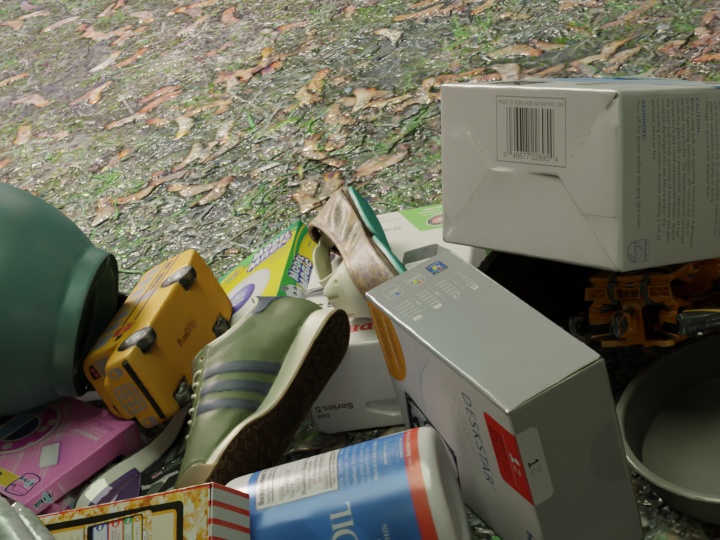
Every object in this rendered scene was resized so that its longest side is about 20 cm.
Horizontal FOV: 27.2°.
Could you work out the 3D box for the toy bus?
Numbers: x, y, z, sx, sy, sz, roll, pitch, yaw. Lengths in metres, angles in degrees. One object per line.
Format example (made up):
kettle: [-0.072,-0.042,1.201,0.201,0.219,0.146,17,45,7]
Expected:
toy bus: [-0.162,0.055,1.200,0.078,0.065,0.200,-24,19,22]

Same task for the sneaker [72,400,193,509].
sneaker: [-0.118,0.155,1.144,0.087,0.076,0.200,23,58,43]

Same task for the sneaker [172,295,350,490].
sneaker: [-0.095,0.097,1.113,0.090,0.067,0.200,20,60,31]

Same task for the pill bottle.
pill bottle: [-0.031,0.182,0.998,0.199,0.112,0.112,-17,29,8]

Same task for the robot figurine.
robot figurine: [0.246,0.016,1.114,0.145,0.058,0.200,-4,5,44]

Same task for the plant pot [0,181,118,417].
plant pot: [-0.273,0.031,1.192,0.134,0.201,0.200,12,35,5]

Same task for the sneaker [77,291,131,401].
sneaker: [-0.253,0.066,1.326,0.199,0.099,0.071,-4,34,25]

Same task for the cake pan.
cake pan: [0.278,0.108,1.036,0.200,0.037,0.200,-13,30,7]

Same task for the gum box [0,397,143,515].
gum box: [-0.269,0.157,1.208,0.200,0.066,0.113,13,38,42]

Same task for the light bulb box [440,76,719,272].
light bulb box: [0.195,-0.078,1.099,0.200,0.125,0.198,-7,12,-35]

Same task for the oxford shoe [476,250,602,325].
oxford shoe: [0.158,0.012,1.176,0.084,0.073,0.200,20,23,39]

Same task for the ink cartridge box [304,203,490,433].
ink cartridge box: [0.034,0.034,1.241,0.145,0.084,0.200,-10,31,14]

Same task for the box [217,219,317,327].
box: [-0.089,0.035,1.301,0.117,0.048,0.200,-36,19,26]

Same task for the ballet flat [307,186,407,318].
ballet flat: [0.000,0.000,1.182,0.067,0.068,0.200,-38,26,5]

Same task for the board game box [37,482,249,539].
board game box: [-0.163,0.227,0.950,0.200,0.046,0.152,-13,66,27]

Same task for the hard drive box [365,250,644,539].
hard drive box: [0.097,0.097,1.032,0.077,0.156,0.200,-27,30,-16]

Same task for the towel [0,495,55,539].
towel: [-0.228,0.260,0.919,0.171,0.048,0.200,-50,55,6]
